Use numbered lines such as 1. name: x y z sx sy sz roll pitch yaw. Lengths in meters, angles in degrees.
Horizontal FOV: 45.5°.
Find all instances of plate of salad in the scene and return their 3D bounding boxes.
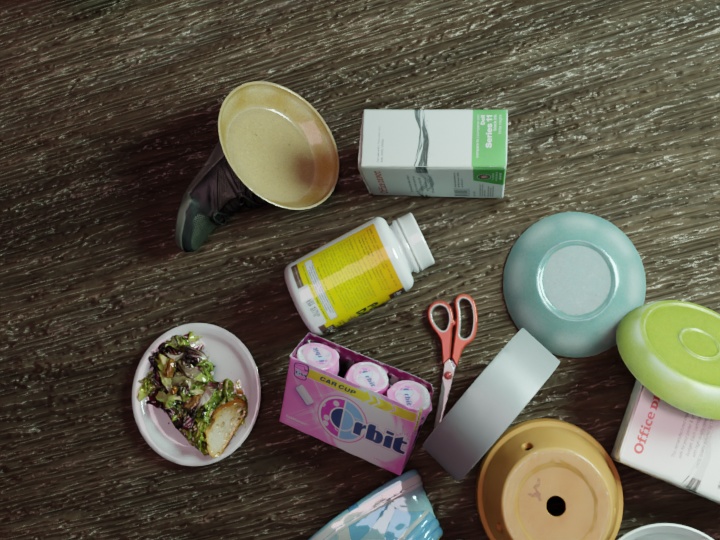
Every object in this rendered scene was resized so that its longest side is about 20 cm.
1. plate of salad: -0.240 0.177 1.236 0.194 0.048 0.206 -1 82 9

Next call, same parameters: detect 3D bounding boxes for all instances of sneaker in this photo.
1. sneaker: 0.022 0.373 1.153 0.198 0.080 0.132 -33 77 3
2. sneaker: -0.189 -0.104 1.256 0.113 0.076 0.202 29 81 18

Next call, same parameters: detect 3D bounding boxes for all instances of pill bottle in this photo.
1. pill bottle: 0.000 0.000 1.195 0.197 0.109 0.111 -27 79 4

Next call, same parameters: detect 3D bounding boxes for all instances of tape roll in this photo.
1. tape roll: 0.166 0.171 1.099 0.066 0.200 0.201 40 89 12

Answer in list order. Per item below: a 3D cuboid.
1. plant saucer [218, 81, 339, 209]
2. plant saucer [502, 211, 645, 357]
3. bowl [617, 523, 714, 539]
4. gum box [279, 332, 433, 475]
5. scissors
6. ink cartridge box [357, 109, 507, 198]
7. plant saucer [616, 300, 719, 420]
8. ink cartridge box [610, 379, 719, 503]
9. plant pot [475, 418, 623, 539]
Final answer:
1. plant saucer: -0.121 -0.172 1.229 0.197 0.035 0.205 18 58 -30
2. plant saucer: 0.295 0.016 1.185 0.195 0.039 0.207 -1 81 8
3. bowl: 0.382 0.420 1.086 0.195 0.090 0.207 -1 81 8
4. gum box: -0.004 0.181 1.160 0.196 0.066 0.116 21 123 13
5. scissors: 0.131 0.135 1.204 0.071 0.014 0.206 -2 80 6
6. ink cartridge box: 0.102 -0.159 1.185 0.194 0.147 0.085 2 80 8
7. plant saucer: 0.425 0.102 1.090 0.196 0.201 0.032 21 129 10
8. ink cartridge box: 0.442 0.212 1.110 0.196 0.084 0.149 21 84 12
9. plant pot: 0.245 0.296 1.100 0.194 0.140 0.206 -1 82 8
